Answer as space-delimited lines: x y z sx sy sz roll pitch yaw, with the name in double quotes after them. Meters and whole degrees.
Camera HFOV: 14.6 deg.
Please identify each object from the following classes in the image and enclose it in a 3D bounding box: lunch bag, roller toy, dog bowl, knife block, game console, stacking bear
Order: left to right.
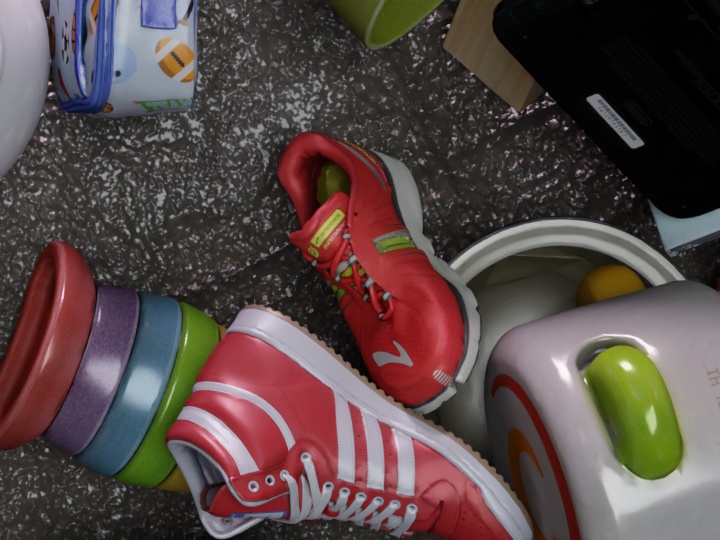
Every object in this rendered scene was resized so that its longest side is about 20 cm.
-0.126 -0.184 1.530 0.075 0.160 0.201 0 92 -13 "lunch bag"
-0.096 0.076 1.574 0.200 0.114 0.122 21 87 -16 "stacking bear"
0.107 0.068 1.631 0.200 0.074 0.201 0 92 -13 "dog bowl"
0.109 -0.187 1.548 0.064 0.176 0.200 42 102 14 "knife block"
0.158 0.103 1.515 0.139 0.200 0.183 -16 108 -12 "roller toy"
0.194 -0.146 1.526 0.200 0.176 0.117 42 39 -38 "game console"

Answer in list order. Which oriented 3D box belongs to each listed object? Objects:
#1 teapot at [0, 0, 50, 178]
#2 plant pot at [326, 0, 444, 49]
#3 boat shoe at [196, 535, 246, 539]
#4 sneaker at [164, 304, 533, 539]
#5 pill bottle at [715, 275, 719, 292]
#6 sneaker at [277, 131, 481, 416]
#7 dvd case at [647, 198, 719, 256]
-0.257 -0.112 1.511 0.197 0.146 0.201 -18 96 -11 "teapot"
-0.007 -0.258 1.560 0.200 0.187 0.187 42 83 8 "plant pot"
-0.020 0.219 1.592 0.200 0.071 0.091 19 120 -10 "boat shoe"
-0.011 0.118 1.498 0.200 0.071 0.113 35 61 1 "sneaker"
0.287 -0.051 1.649 0.109 0.110 0.200 20 87 -12 "pill bottle"
0.000 0.000 1.553 0.085 0.200 0.077 26 116 -41 "sneaker"
0.245 -0.109 1.604 0.200 0.022 0.146 -20 73 13 "dvd case"
